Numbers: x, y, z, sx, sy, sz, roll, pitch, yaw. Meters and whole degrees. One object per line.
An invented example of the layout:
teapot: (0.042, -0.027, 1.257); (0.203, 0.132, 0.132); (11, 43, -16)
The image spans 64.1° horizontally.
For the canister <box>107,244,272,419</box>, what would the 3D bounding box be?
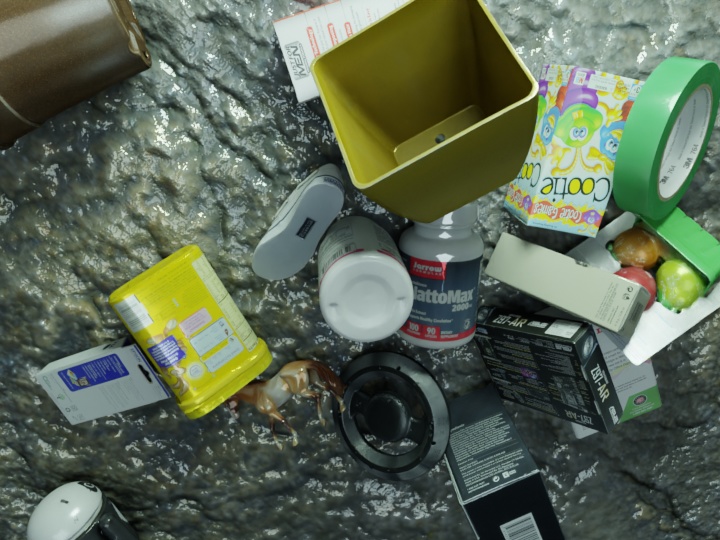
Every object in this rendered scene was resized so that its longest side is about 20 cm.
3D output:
canister: (-0.237, 0.083, 0.811); (0.148, 0.086, 0.201); (-35, 109, -19)

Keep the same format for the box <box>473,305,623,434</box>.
box: (0.262, 0.138, 0.837); (0.043, 0.199, 0.161); (-38, 112, -25)

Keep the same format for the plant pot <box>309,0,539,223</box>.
plant pot: (0.085, -0.171, 0.673); (0.199, 0.201, 0.176); (-26, 150, 11)

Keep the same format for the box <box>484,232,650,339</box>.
box: (0.277, 0.018, 0.783); (0.082, 0.199, 0.069); (19, 97, -53)

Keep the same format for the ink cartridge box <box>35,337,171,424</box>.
ink cartridge box: (-0.371, 0.161, 0.845); (0.199, 0.039, 0.100); (-17, 112, 20)

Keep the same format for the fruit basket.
fruit basket: (0.400, 0.011, 0.813); (0.199, 0.186, 0.094); (-37, 149, 0)

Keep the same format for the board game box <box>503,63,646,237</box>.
board game box: (0.280, -0.161, 0.771); (0.104, 0.103, 0.202); (9, 110, -8)

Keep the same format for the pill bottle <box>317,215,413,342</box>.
pill bottle: (0.000, 0.000, 0.755); (0.112, 0.200, 0.114); (-2, 111, -4)

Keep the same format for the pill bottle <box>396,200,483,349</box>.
pill bottle: (0.110, -0.004, 0.808); (0.118, 0.120, 0.202); (-1, 111, -5)

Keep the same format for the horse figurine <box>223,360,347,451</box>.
horse figurine: (-0.110, 0.197, 0.895); (0.199, 0.050, 0.133); (-35, 90, 17)

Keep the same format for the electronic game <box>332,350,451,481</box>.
electronic game: (0.044, 0.224, 0.885); (0.198, 0.042, 0.202); (2, 95, 28)

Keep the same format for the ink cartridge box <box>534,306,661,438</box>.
ink cartridge box: (0.367, 0.141, 0.904); (0.144, 0.084, 0.201); (-23, 111, 3)

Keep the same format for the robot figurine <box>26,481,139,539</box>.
robot figurine: (-0.439, 0.436, 0.928); (0.150, 0.125, 0.201); (-32, 111, -11)

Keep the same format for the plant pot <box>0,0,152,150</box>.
plant pot: (-0.356, -0.264, 0.638); (0.197, 0.200, 0.202); (-22, 111, -4)

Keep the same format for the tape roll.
tape roll: (0.399, -0.169, 0.747); (0.200, 0.048, 0.202); (-25, 128, -36)

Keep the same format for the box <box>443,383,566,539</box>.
box: (0.212, 0.327, 0.895); (0.123, 0.197, 0.201); (-24, 116, 3)

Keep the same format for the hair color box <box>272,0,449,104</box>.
hair color box: (0.000, -0.290, 0.720); (0.198, 0.061, 0.102); (-18, 111, 1)

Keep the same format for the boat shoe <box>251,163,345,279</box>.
boat shoe: (-0.083, -0.064, 0.797); (0.073, 0.066, 0.200); (32, 126, -23)
